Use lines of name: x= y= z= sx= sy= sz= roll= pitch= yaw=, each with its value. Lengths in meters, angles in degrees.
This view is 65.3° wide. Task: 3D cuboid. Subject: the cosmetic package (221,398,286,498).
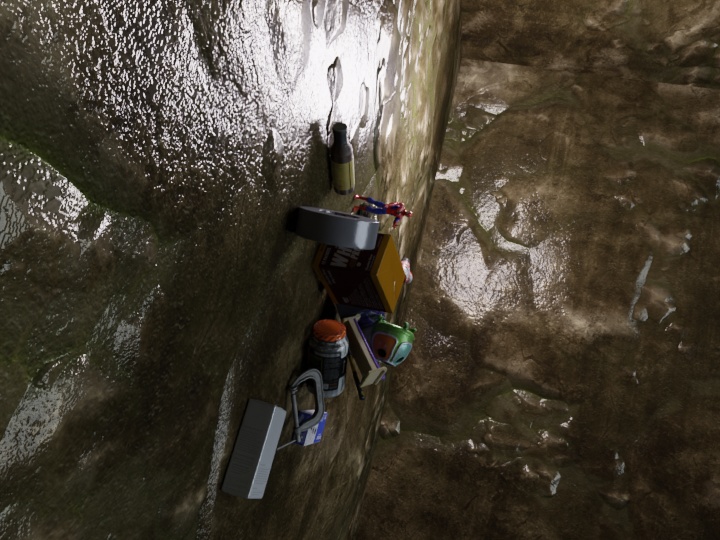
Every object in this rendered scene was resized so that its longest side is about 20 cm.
cosmetic package: x=-0.238 y=0.404 z=1.271 sx=0.102 sy=0.072 sz=0.204 roll=70 pitch=31 yaw=-67

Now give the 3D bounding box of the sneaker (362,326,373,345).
sneaker: x=-0.035 y=0.228 z=1.793 sx=0.078 sy=0.197 sz=0.100 roll=56 pitch=-12 yaw=42

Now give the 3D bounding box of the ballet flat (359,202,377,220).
ballet flat: x=0.017 y=-0.136 z=1.903 sx=0.068 sy=0.074 sz=0.204 roll=75 pitch=29 yaw=-69

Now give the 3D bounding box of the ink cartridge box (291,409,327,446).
ink cartridge box: x=-0.157 y=0.488 z=1.756 sx=0.200 sy=0.043 sz=0.096 roll=53 pitch=52 yaw=-74

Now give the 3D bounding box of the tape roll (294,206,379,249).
tape roll: x=-0.055 y=-0.103 z=1.341 sx=0.200 sy=0.196 sz=0.068 roll=-25 pitch=126 yaw=-74

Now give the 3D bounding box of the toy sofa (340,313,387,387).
toy sofa: x=0.011 y=0.234 z=1.669 sx=0.202 sy=0.096 sz=0.083 roll=62 pitch=-38 yaw=29

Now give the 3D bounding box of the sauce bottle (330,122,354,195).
sauce bottle: x=-0.048 y=-0.298 z=1.503 sx=0.202 sy=0.063 sz=0.065 roll=89 pitch=18 yaw=-46

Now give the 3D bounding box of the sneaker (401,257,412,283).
sneaker: x=0.235 y=0.034 z=3.032 sx=0.203 sy=0.066 sz=0.109 roll=79 pitch=27 yaw=-52

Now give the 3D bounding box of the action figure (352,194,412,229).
action figure: x=0.066 y=-0.189 z=1.792 sx=0.099 sy=0.196 sz=0.067 roll=-53 pitch=152 yaw=-61

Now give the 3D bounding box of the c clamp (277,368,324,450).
c clamp: x=-0.162 y=0.378 z=1.555 sx=0.169 sy=0.027 sz=0.205 roll=-11 pitch=106 yaw=-41

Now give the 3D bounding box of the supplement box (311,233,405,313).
supplement box: x=0.000 y=0.000 z=1.590 sx=0.198 sy=0.196 sz=0.135 roll=64 pitch=40 yaw=-51

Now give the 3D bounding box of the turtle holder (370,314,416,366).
turtle holder: x=0.093 y=0.229 z=1.771 sx=0.186 sy=0.138 sz=0.134 roll=110 pitch=-2 yaw=-77

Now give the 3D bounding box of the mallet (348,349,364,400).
mallet: x=-0.026 y=0.294 z=1.678 sx=0.066 sy=0.041 sz=0.202 roll=40 pitch=21 yaw=-36

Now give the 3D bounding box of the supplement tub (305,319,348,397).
supplement tub: x=-0.097 y=0.256 z=1.642 sx=0.123 sy=0.120 sz=0.204 roll=-52 pitch=151 yaw=-63

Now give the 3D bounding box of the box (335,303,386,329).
box: x=-0.003 y=0.116 z=1.799 sx=0.201 sy=0.145 sz=0.106 roll=76 pitch=-4 yaw=-67
